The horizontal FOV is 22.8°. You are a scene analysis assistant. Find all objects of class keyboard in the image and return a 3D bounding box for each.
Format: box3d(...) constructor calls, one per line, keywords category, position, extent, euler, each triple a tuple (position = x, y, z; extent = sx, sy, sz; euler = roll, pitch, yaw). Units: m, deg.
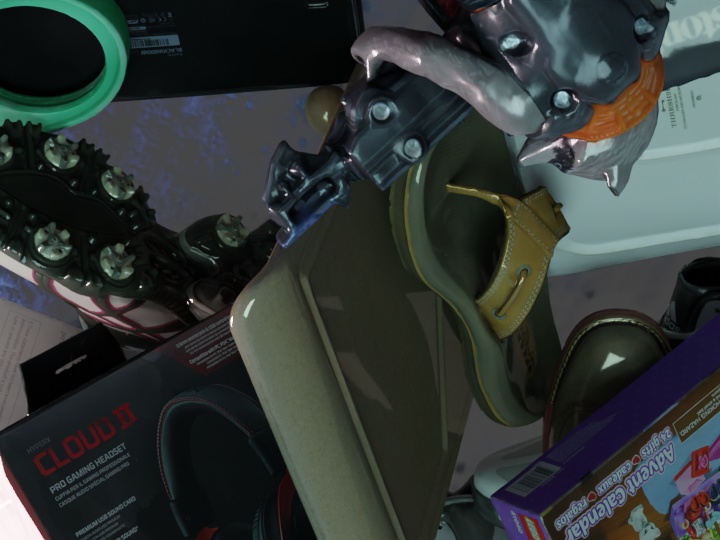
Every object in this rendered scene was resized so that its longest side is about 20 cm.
box3d(category="keyboard", position=(-0.100, -0.123, 0.776), extent=(0.198, 0.021, 0.128), euler=(-4, 140, 4))

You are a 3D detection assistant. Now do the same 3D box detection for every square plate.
box3d(category="square plate", position=(0.141, -0.084, 0.796), extent=(0.197, 0.029, 0.201), euler=(-9, 125, 9))

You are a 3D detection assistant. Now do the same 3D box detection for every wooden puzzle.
box3d(category="wooden puzzle", position=(0.006, 0.025, 0.779), extent=(0.037, 0.200, 0.186), euler=(-4, 125, 25))

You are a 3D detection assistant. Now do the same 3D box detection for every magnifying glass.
box3d(category="magnifying glass", position=(-0.180, -0.067, 0.810), extent=(0.079, 0.023, 0.200), euler=(29, 132, -32))

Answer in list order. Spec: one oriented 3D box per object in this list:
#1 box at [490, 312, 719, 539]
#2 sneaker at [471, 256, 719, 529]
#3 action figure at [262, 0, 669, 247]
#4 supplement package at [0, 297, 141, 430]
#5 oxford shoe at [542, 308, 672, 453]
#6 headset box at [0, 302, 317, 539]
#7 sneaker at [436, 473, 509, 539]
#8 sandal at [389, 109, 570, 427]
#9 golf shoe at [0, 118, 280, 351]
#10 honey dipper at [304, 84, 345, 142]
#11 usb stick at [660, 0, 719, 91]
box3d(category="box", position=(0.164, 0.102, 0.796), extent=(0.200, 0.039, 0.137), euler=(-35, 113, -23))
box3d(category="sneaker", position=(0.141, 0.053, 0.878), extent=(0.199, 0.076, 0.116), euler=(-16, 115, 4))
box3d(category="action figure", position=(0.030, -0.087, 0.622), extent=(0.193, 0.105, 0.200), euler=(39, 93, -30))
box3d(category="supplement package", position=(-0.118, 0.123, 0.891), extent=(0.199, 0.117, 0.118), euler=(23, 133, -13))
box3d(category="oxford shoe", position=(0.120, 0.118, 0.823), extent=(0.070, 0.075, 0.201), euler=(-1, 111, 4))
box3d(category="headset box", position=(-0.080, 0.119, 0.758), extent=(0.075, 0.148, 0.201), euler=(-31, 88, 44))
box3d(category="sneaker", position=(0.007, 0.168, 0.907), extent=(0.075, 0.200, 0.116), euler=(11, 124, 41))
box3d(category="sandal", position=(0.067, -0.002, 0.793), extent=(0.054, 0.081, 0.201), euler=(10, 142, 32))
box3d(category="golf shoe", position=(-0.118, 0.001, 0.825), extent=(0.199, 0.078, 0.088), euler=(24, 138, -29))
box3d(category="honey dipper", position=(0.000, 0.000, 0.858), extent=(0.038, 0.038, 0.201), euler=(-8, 123, 8))
box3d(category="usb stick", position=(0.161, -0.112, 0.738), extent=(0.199, 0.033, 0.056), euler=(-17, 124, 15))
